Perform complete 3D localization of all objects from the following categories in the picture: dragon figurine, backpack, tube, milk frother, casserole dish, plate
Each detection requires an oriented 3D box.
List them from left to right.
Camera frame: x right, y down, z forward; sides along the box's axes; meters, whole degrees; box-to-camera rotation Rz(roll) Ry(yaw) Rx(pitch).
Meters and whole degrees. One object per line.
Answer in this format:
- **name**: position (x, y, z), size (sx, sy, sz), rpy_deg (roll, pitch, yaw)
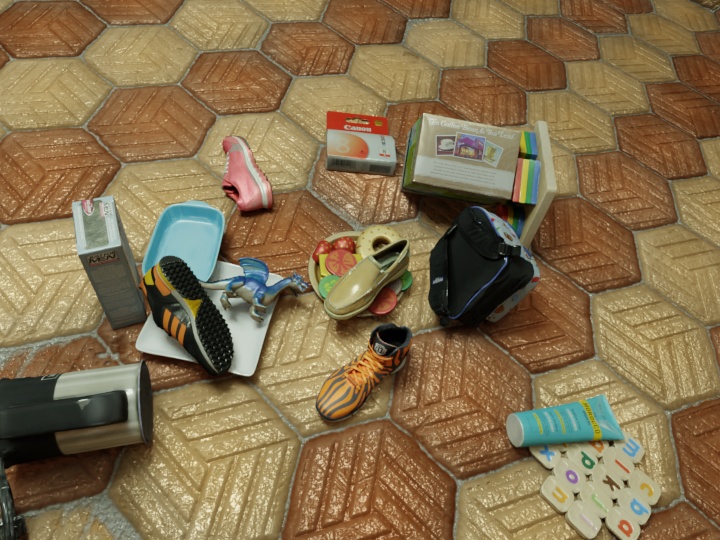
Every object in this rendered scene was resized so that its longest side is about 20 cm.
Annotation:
- **milk frother**: position (-0.382, 0.241, 0.698), size (0.184, 0.180, 0.205), rpy_deg (-5, 98, -14)
- **casserole dish**: position (-0.306, -0.038, 0.920), size (0.118, 0.039, 0.203), rpy_deg (6, 52, -5)
- **plate**: position (-0.249, 0.075, 0.890), size (0.195, 0.033, 0.203), rpy_deg (13, 53, -1)
- **dragon figurine**: position (-0.189, 0.020, 0.881), size (0.196, 0.059, 0.101), rpy_deg (21, 49, -5)
- **backpack**: position (0.221, -0.014, 0.956), size (0.152, 0.200, 0.193), rpy_deg (22, 37, -34)
- **tube**: position (0.337, 0.252, 0.857), size (0.195, 0.051, 0.079), rpy_deg (-2, 60, -17)

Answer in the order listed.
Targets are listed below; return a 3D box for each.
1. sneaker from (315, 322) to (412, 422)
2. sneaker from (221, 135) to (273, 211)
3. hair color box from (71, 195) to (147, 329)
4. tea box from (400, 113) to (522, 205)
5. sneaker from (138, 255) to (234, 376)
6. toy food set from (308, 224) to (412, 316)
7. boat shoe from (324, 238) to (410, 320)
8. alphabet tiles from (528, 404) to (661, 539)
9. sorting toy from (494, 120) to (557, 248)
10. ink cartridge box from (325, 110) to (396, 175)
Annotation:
- **sneaker**: position (0.008, 0.149, 0.835), size (0.077, 0.113, 0.199), rpy_deg (40, 57, 19)
- **sneaker**: position (-0.252, -0.201, 1.064), size (0.085, 0.074, 0.202), rpy_deg (-22, 61, -23)
- **hair color box**: position (-0.388, -0.007, 0.816), size (0.059, 0.202, 0.100), rpy_deg (-13, 57, -20)
- **tea box**: position (0.195, -0.219, 1.067), size (0.195, 0.197, 0.137), rpy_deg (9, 92, -3)
- **sneaker**: position (-0.275, 0.082, 0.819), size (0.203, 0.089, 0.070), rpy_deg (60, 26, 1)
- **toy food set**: position (0.000, 0.000, 0.983), size (0.195, 0.049, 0.201), rpy_deg (-1, 55, -12)
- **boat shoe**: position (0.014, 0.004, 0.904), size (0.071, 0.077, 0.199), rpy_deg (38, 57, 17)
- **alphabet tiles**: position (0.376, 0.322, 0.842), size (0.195, 0.015, 0.199), rpy_deg (41, 57, 21)
- **sorting toy**: position (0.324, -0.166, 1.072), size (0.068, 0.202, 0.202), rpy_deg (8, 53, 0)
- **ink cartridge box**: position (-0.001, -0.312, 1.209), size (0.158, 0.050, 0.204), rpy_deg (4, 57, -9)
